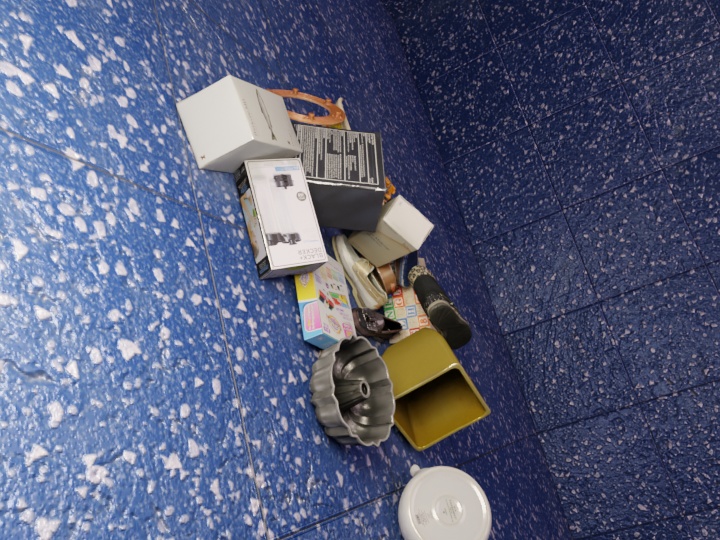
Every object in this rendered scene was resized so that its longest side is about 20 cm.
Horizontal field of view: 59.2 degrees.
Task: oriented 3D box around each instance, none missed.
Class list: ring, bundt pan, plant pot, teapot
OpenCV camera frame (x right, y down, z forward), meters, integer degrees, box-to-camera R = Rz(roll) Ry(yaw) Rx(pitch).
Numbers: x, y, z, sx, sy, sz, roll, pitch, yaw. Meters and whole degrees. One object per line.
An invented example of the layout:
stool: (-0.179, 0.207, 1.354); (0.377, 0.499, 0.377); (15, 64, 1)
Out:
ring: (-0.128, -0.368, 1.402); (0.201, 0.199, 0.019); (-74, -178, -61)
bundt pan: (-0.021, 0.223, 1.145); (0.202, 0.075, 0.203); (38, 42, -43)
plant pot: (0.151, 0.250, 1.464); (0.195, 0.194, 0.201); (54, 10, -34)
teapot: (0.161, 0.503, 1.266); (0.201, 0.196, 0.147); (-56, 167, -36)

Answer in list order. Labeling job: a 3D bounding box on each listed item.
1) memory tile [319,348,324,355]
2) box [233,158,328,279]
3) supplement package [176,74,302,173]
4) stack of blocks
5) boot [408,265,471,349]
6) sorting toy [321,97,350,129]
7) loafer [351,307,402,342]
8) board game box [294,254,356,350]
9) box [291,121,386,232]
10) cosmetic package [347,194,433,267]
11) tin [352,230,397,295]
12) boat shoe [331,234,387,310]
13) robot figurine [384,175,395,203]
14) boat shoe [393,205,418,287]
memory tile: (-0.052, 0.148, 1.267); (0.153, 0.017, 0.202); (2, 68, -70)
box: (-0.141, -0.094, 1.123); (0.116, 0.060, 0.202); (-8, 77, -33)
supplement package: (-0.207, -0.248, 1.118); (0.118, 0.116, 0.200); (70, 19, 2)
stack of blocks: (0.119, 0.077, 1.614); (0.058, 0.114, 0.202); (4, 76, -68)
boot: (0.191, 0.088, 1.521); (0.204, 0.073, 0.154); (51, 10, -47)
sorting toy: (-0.064, -0.282, 1.525); (0.036, 0.185, 0.202); (-7, 73, -26)
loafer: (0.036, 0.119, 1.469); (0.200, 0.063, 0.072); (31, 40, -61)
board game box: (-0.069, 0.057, 1.233); (0.153, 0.040, 0.202); (38, 35, -55)
box: (-0.057, -0.193, 1.312); (0.124, 0.196, 0.201); (102, -9, -45)
cosmetic package: (0.061, -0.081, 1.393); (0.103, 0.200, 0.073); (40, 68, -11)
tin: (0.037, -0.025, 1.566); (0.112, 0.042, 0.201); (81, -16, -52)
boat shoe: (0.000, 0.000, 1.492); (0.201, 0.068, 0.075); (64, 19, -12)
robot figurine: (0.011, -0.228, 1.625); (0.199, 0.058, 0.145); (24, -19, 51)
boat shoe: (0.099, -0.058, 1.559); (0.072, 0.072, 0.202); (17, 76, -57)
